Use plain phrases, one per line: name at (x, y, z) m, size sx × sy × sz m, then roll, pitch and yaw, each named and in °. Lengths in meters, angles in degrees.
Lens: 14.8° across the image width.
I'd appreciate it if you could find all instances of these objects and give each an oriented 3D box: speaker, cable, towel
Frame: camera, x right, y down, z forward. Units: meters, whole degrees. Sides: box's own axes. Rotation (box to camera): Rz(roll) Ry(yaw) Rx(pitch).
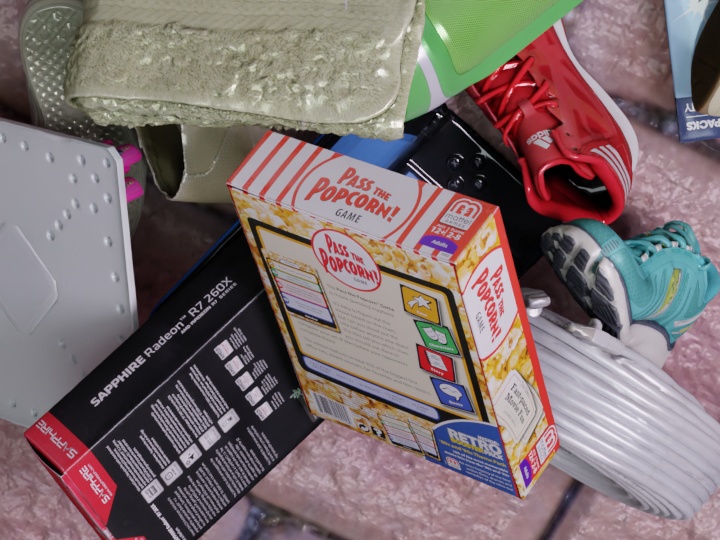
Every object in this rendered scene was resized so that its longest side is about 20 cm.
speaker at (0.074, -0.170, 1.580) m, size 0.200 × 0.088 × 0.089 m, roll -39°, pitch 108°, yaw -18°
cable at (0.131, 0.081, 1.661) m, size 0.200 × 0.200 × 0.069 m, roll 34°, pitch 83°, yaw -19°
towel at (-0.061, -0.148, 1.516) m, size 0.199 × 0.036 × 0.149 m, roll 4°, pitch 81°, yaw 14°

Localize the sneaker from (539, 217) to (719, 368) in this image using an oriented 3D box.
sneaker at (0.164, -0.002, 1.647) m, size 0.080 × 0.200 × 0.078 m, roll -42°, pitch 70°, yaw 7°

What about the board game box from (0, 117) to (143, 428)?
board game box at (-0.199, 0.001, 1.679) m, size 0.199 × 0.026 × 0.201 m, roll 15°, pitch 118°, yaw 40°

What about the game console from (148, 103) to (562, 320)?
game console at (0.000, 0.000, 1.679) m, size 0.171 × 0.118 × 0.200 m, roll 41°, pitch 109°, yaw -12°

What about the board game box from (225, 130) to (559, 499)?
board game box at (0.020, 0.026, 1.519) m, size 0.151 × 0.046 × 0.200 m, roll 20°, pitch 147°, yaw 30°

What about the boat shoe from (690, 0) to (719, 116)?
boat shoe at (0.247, -0.153, 1.556) m, size 0.065 × 0.072 × 0.200 m, roll 10°, pitch 143°, yaw -11°

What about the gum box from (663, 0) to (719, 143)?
gum box at (0.260, -0.184, 1.631) m, size 0.169 × 0.045 × 0.201 m, roll -7°, pitch 110°, yaw 7°

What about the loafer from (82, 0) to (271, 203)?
loafer at (-0.119, -0.124, 1.579) m, size 0.200 × 0.068 × 0.076 m, roll 59°, pitch 142°, yaw 7°

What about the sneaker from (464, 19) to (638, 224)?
sneaker at (0.096, -0.109, 1.631) m, size 0.200 × 0.116 × 0.078 m, roll 43°, pitch 107°, yaw -14°

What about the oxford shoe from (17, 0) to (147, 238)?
oxford shoe at (-0.170, -0.091, 1.689) m, size 0.075 × 0.058 × 0.201 m, roll -5°, pitch 126°, yaw 0°

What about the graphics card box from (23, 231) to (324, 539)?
graphics card box at (-0.088, 0.074, 1.614) m, size 0.200 × 0.051 × 0.126 m, roll -43°, pitch 137°, yaw -11°
